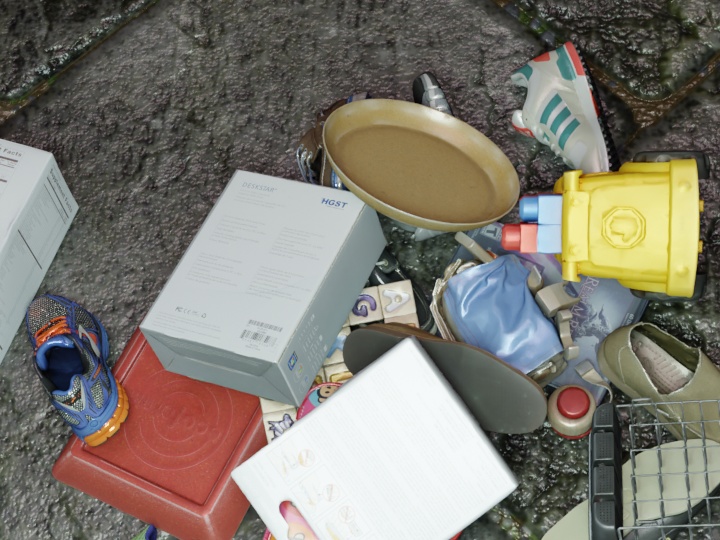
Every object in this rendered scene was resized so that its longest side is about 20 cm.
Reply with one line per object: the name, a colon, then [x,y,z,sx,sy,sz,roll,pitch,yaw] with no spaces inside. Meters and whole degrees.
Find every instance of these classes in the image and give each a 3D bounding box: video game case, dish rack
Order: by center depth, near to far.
dish rack: [0.295,0.176,1.229,0.199,0.055,0.154,-5,46,15]
video game case: [0.174,0.038,1.409,0.199,0.019,0.143,23,67,18]

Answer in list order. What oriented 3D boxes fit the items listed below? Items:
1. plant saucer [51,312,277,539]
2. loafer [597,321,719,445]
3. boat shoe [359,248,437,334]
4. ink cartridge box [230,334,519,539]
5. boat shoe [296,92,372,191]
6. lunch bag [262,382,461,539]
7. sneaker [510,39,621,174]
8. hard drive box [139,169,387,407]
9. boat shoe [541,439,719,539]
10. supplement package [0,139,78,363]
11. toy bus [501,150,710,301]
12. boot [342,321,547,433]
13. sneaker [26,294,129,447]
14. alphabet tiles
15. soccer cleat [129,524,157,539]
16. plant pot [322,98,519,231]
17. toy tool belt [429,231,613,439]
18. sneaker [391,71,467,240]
plant saucer: [-0.177,0.148,1.380,0.199,0.037,0.201,22,67,17]
loafer: [0.311,0.117,1.316,0.199,0.068,0.076,32,70,13]
boat shoe: [0.000,0.000,1.415,0.072,0.068,0.200,-38,62,-9]
ink cartridge box: [0.013,0.179,1.238,0.200,0.057,0.163,-37,85,6]
boat shoe: [-0.026,-0.115,1.460,0.072,0.073,0.200,-12,27,15]
lunch bag: [0.010,0.215,1.289,0.175,0.082,0.201,14,73,2]
sneaker: [0.212,-0.143,1.482,0.093,0.070,0.201,-19,62,16]
hard drive box: [-0.088,0.012,1.332,0.155,0.077,0.201,13,58,27]
boat shoe: [0.251,0.224,1.279,0.201,0.063,0.074,-33,43,-11]
supplement package: [-0.391,-0.025,1.451,0.109,0.114,0.201,15,64,13]
toy bus: [0.230,-0.044,1.336,0.191,0.200,0.137,0,95,10]
boot: [0.087,0.088,1.292,0.199,0.074,0.075,20,21,24]
sneaker: [-0.287,0.081,1.381,0.075,0.079,0.200,-39,44,-2]
alphabet tiles: [-0.013,0.122,1.355,0.166,0.008,0.201,-11,80,-1]
soccer cleat: [-0.137,0.299,1.279,0.199,0.065,0.084,27,66,19]
plant pot: [0.056,-0.098,1.357,0.199,0.028,0.201,13,36,-10]
toy tool belt: [0.151,0.059,1.320,0.125,0.123,0.200,-33,64,-11]
sneaker: [0.054,-0.116,1.475,0.115,0.075,0.201,-22,54,8]
